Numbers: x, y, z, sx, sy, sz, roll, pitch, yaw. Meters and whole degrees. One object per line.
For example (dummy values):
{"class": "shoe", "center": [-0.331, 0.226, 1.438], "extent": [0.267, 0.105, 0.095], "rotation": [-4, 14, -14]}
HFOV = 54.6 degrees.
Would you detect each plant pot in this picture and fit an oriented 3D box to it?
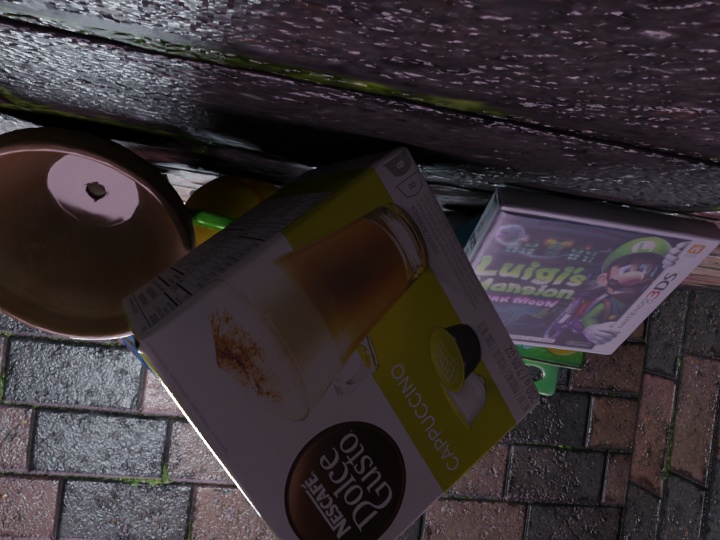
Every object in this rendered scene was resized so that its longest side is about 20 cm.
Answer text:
{"class": "plant pot", "center": [-0.235, -0.044, 0.590], "extent": [0.196, 0.204, 0.094], "rotation": [7, -139, -11]}

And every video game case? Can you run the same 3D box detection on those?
{"class": "video game case", "center": [0.177, 0.011, 0.613], "extent": [0.195, 0.024, 0.183], "rotation": [8, 141, -11]}

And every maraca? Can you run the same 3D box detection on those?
{"class": "maraca", "center": [-0.121, -0.043, 0.698], "extent": [0.134, 0.110, 0.200], "rotation": [9, 180, -1]}

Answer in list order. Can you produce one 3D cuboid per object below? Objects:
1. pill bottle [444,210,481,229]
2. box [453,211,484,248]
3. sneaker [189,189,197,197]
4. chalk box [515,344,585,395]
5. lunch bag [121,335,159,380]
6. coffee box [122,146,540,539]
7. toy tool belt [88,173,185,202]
{"class": "pill bottle", "center": [0.172, -0.002, 0.759], "extent": [0.196, 0.112, 0.108], "rotation": [9, -179, 25]}
{"class": "box", "center": [0.075, 0.021, 0.710], "extent": [0.198, 0.084, 0.049], "rotation": [-31, 167, 17]}
{"class": "sneaker", "center": [-0.159, -0.072, 0.904], "extent": [0.086, 0.076, 0.198], "rotation": [14, 175, -39]}
{"class": "chalk box", "center": [0.223, 0.051, 0.865], "extent": [0.122, 0.205, 0.124], "rotation": [7, -179, 17]}
{"class": "lunch bag", "center": [-0.178, 0.026, 0.804], "extent": [0.199, 0.095, 0.149], "rotation": [-40, -139, -24]}
{"class": "coffee box", "center": [-0.033, 0.057, 0.504], "extent": [0.196, 0.202, 0.199], "rotation": [-37, -164, -16]}
{"class": "toy tool belt", "center": [-0.268, -0.059, 0.832], "extent": [0.121, 0.128, 0.199], "rotation": [16, 178, -21]}
